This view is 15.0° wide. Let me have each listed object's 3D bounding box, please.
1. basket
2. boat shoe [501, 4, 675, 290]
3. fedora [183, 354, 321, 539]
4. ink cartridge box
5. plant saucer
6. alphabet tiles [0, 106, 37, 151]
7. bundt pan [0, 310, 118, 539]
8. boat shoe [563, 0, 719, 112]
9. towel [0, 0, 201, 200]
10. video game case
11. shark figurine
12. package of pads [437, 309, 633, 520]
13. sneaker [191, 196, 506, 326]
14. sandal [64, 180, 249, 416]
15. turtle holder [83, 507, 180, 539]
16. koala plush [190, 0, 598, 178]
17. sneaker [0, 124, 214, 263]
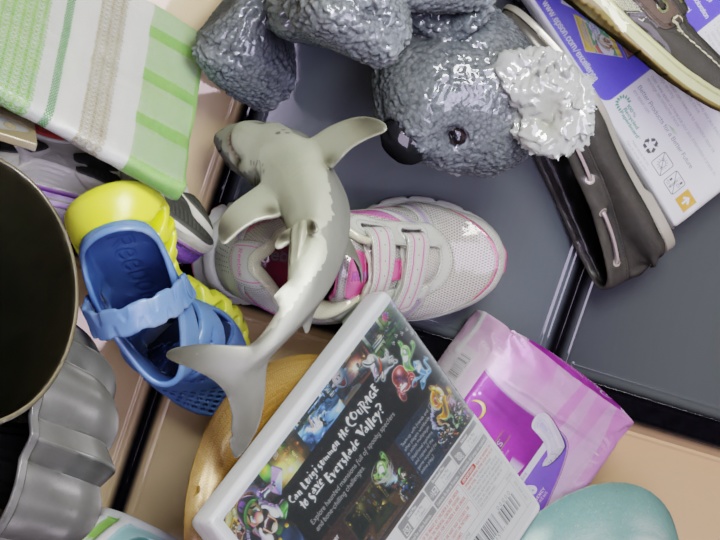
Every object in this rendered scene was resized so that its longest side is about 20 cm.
[{"bbox_3d":[-0.266,0.054,1.530,0.136,0.181,0.200,30,136,-20],"label":"basket"},{"bbox_3d":[0.131,-0.074,1.732,0.057,0.067,0.200,-39,112,-11],"label":"boat shoe"},{"bbox_3d":[-0.045,0.152,1.653,0.200,0.082,0.202,9,76,-38],"label":"fedora"},{"bbox_3d":[0.222,-0.164,1.753,0.200,0.043,0.199,-37,108,-5],"label":"ink cartridge box"},{"bbox_3d":[0.142,0.233,1.767,0.199,0.036,0.201,-21,126,-31],"label":"plant saucer"},{"bbox_3d":[-0.279,-0.119,1.548,0.199,0.167,0.006,17,114,-19],"label":"alphabet tiles"},{"bbox_3d":[-0.207,0.113,1.603,0.075,0.202,0.203,19,95,-31],"label":"bundt pan"},{"bbox_3d":[0.167,-0.174,1.677,0.200,0.072,0.066,37,96,-13],"label":"boat shoe"},{"bbox_3d":[-0.183,-0.132,1.597,0.199,0.150,0.031,30,129,-21],"label":"towel"},{"bbox_3d":[0.008,0.145,1.627,0.182,0.023,0.200,54,53,-22],"label":"video game case"},{"bbox_3d":[-0.029,-0.003,1.593,0.128,0.215,0.090,-14,138,22],"label":"shark figurine"},{"bbox_3d":[0.068,0.137,1.749,0.120,0.076,0.200,36,89,-21],"label":"package of pads"},{"bbox_3d":[0.000,0.000,1.694,0.199,0.088,0.082,-3,101,-16],"label":"sneaker"},{"bbox_3d":[-0.120,0.037,1.633,0.079,0.087,0.200,-19,142,13],"label":"sandal"},{"bbox_3d":[-0.137,0.227,1.665,0.185,0.141,0.132,19,70,14],"label":"turtle holder"},{"bbox_3d":[0.043,-0.136,1.642,0.200,0.177,0.184,46,62,-17],"label":"koala plush"},{"bbox_3d":[-0.185,-0.042,1.650,0.199,0.081,0.084,17,117,-16],"label":"sneaker"}]
